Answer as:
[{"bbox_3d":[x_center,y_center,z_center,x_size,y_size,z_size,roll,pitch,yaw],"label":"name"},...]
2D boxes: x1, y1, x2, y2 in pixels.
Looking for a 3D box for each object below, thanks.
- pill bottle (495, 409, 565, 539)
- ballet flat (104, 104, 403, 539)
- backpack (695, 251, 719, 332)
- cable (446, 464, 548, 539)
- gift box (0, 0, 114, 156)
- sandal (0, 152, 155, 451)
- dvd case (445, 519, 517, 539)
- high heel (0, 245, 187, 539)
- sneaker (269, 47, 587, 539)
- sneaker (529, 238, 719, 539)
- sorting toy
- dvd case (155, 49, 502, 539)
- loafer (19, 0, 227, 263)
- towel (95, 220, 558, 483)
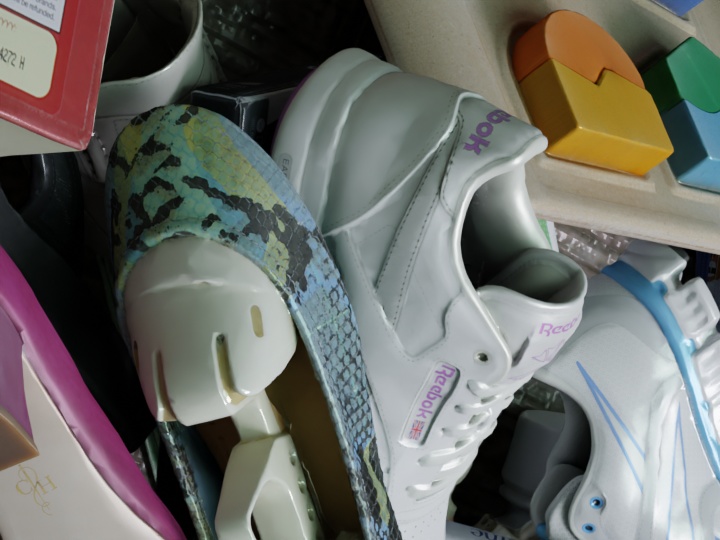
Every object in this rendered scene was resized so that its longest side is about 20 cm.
[{"bbox_3d":[0.083,0.163,1.096,0.113,0.113,0.200,11,95,-46],"label":"pill bottle"},{"bbox_3d":[-0.031,0.049,0.838,0.074,0.074,0.200,-30,103,-35],"label":"ballet flat"},{"bbox_3d":[0.233,-0.009,1.163,0.200,0.154,0.191,-22,126,-45],"label":"backpack"},{"bbox_3d":[-0.010,0.150,1.025,0.097,0.050,0.200,41,88,-16],"label":"cable"},{"bbox_3d":[-0.180,-0.109,0.695,0.184,0.187,0.200,30,66,-47],"label":"gift box"},{"bbox_3d":[-0.114,-0.020,0.869,0.048,0.075,0.200,-54,142,-22],"label":"sandal"},{"bbox_3d":[0.051,0.165,0.997,0.018,0.200,0.143,-76,-179,-72],"label":"dvd case"},{"bbox_3d":[-0.098,0.048,0.836,0.067,0.096,0.200,-19,145,-1],"label":"high heel"},{"bbox_3d":[0.019,0.034,0.882,0.075,0.100,0.200,-38,135,-49],"label":"sneaker"},{"bbox_3d":[0.109,0.093,1.010,0.087,0.075,0.200,-26,99,-10],"label":"sneaker"},{"bbox_3d":[0.082,-0.092,0.991,0.200,0.036,0.185,5,55,-43],"label":"sorting toy"},{"bbox_3d":[0.000,0.000,0.960,0.200,0.025,0.150,-18,118,-58],"label":"dvd case"},{"bbox_3d":[-0.078,-0.062,0.885,0.070,0.070,0.200,-55,128,-24],"label":"loafer"},{"bbox_3d":[-0.003,0.004,1.026,0.200,0.023,0.153,-34,125,-33],"label":"towel"}]
